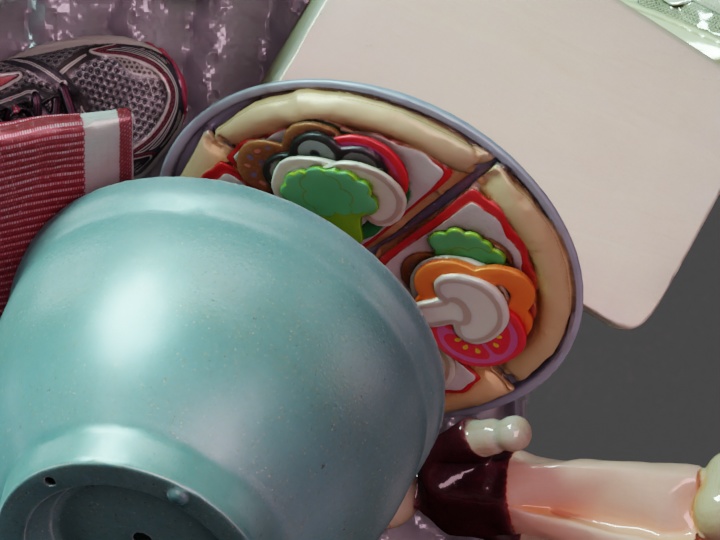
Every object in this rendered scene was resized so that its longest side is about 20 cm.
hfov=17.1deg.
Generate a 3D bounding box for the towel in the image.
[{"bbox_3d":[-0.197,-0.009,1.044,0.199,0.144,0.023,-11,54,-14],"label":"towel"}]

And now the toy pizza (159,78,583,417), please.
[{"bbox_3d":[0.000,0.000,1.065,0.200,0.200,0.032,35,46,-11],"label":"toy pizza"}]

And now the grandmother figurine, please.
[{"bbox_3d":[0.070,0.103,1.105,0.199,0.121,0.061,3,49,16],"label":"grandmother figurine"}]

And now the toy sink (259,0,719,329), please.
[{"bbox_3d":[0.062,-0.072,1.115,0.200,0.112,0.131,30,82,-7],"label":"toy sink"}]

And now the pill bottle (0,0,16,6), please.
[{"bbox_3d":[-0.242,-0.125,1.039,0.200,0.112,0.112,-23,95,-13],"label":"pill bottle"}]

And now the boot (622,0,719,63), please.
[{"bbox_3d":[0.222,-0.142,1.136,0.200,0.072,0.155,23,78,30],"label":"boot"}]

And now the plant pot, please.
[{"bbox_3d":[-0.077,0.080,1.012,0.200,0.200,0.134,35,41,-11],"label":"plant pot"}]

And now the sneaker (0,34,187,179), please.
[{"bbox_3d":[-0.171,-0.052,1.075,0.200,0.075,0.081,-19,94,-14],"label":"sneaker"}]
